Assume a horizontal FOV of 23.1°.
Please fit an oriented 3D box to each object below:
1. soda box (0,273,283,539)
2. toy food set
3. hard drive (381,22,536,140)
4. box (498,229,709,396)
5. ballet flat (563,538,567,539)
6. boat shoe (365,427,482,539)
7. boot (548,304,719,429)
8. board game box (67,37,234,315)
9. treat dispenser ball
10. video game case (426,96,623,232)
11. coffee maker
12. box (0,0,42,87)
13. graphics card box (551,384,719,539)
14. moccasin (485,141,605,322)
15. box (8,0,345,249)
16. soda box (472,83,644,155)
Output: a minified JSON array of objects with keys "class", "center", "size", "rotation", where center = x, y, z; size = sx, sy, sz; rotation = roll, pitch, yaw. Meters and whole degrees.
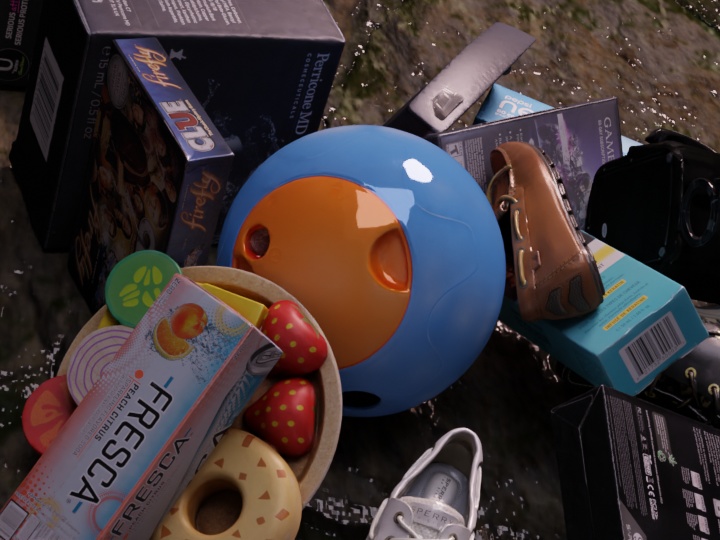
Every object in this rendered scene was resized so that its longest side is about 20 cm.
[{"class":"soda box","center":[-0.134,0.105,1.042],"size":[0.064,0.200,0.068],"rotation":[34,-5,20]},{"class":"toy food set","center":[-0.110,0.090,1.104],"size":[0.198,0.049,0.200],"rotation":[19,78,17]},{"class":"hard drive","center":[0.061,-0.133,1.470],"size":[0.042,0.135,0.200],"rotation":[47,40,-3]},{"class":"box","center":[0.161,0.022,1.286],"size":[0.082,0.049,0.200],"rotation":[-37,29,-10]},{"class":"ballet flat","center":[0.168,0.195,1.163],"size":[0.200,0.067,0.067],"rotation":[-19,72,-42]},{"class":"boat shoe","center":[0.036,0.172,1.123],"size":[0.071,0.069,0.200],"rotation":[21,37,1]},{"class":"boot","center":[0.256,0.097,1.314],"size":[0.203,0.074,0.154],"rotation":[-1,44,-22]},{"class":"board game box","center":[-0.147,-0.038,1.204],"size":[0.035,0.200,0.136],"rotation":[-8,43,-30]},{"class":"treat dispenser ball","center":[0.000,0.000,1.217],"size":[0.200,0.201,0.201],"rotation":[12,37,-9]},{"class":"video game case","center":[0.139,-0.054,1.412],"size":[0.200,0.143,0.019],"rotation":[-15,13,-38]},{"class":"coffee maker","center":[0.304,-0.021,1.386],"size":[0.200,0.135,0.192],"rotation":[9,13,-21]},{"class":"box","center":[-0.226,-0.238,1.492],"size":[0.200,0.124,0.149],"rotation":[4,38,-21]},{"class":"graphics card box","center":[0.212,0.161,1.142],"size":[0.200,0.051,0.126],"rotation":[22,52,-38]},{"class":"moccasin","center":[0.119,-0.028,1.286],"size":[0.078,0.074,0.202],"rotation":[-19,40,5]},{"class":"box","center":[-0.141,-0.127,1.323],"size":[0.200,0.197,0.118],"rotation":[-3,42,-26]},{"class":"soda box","center":[0.190,-0.086,1.526],"size":[0.200,0.064,0.068],"rotation":[22,36,6]}]
